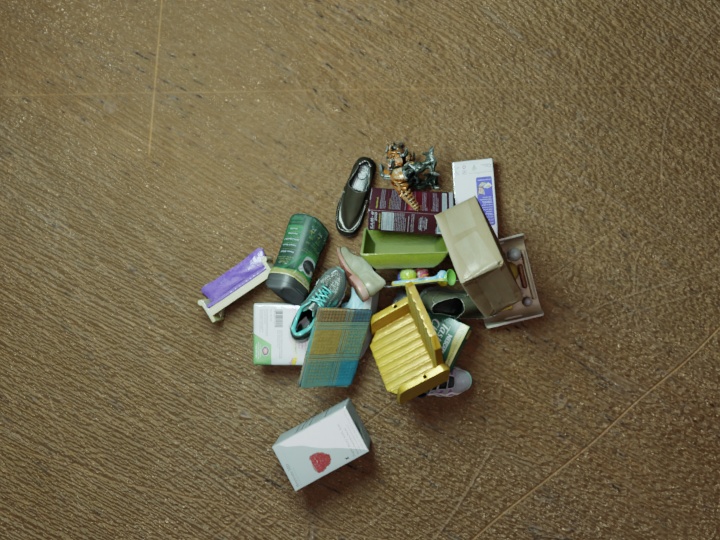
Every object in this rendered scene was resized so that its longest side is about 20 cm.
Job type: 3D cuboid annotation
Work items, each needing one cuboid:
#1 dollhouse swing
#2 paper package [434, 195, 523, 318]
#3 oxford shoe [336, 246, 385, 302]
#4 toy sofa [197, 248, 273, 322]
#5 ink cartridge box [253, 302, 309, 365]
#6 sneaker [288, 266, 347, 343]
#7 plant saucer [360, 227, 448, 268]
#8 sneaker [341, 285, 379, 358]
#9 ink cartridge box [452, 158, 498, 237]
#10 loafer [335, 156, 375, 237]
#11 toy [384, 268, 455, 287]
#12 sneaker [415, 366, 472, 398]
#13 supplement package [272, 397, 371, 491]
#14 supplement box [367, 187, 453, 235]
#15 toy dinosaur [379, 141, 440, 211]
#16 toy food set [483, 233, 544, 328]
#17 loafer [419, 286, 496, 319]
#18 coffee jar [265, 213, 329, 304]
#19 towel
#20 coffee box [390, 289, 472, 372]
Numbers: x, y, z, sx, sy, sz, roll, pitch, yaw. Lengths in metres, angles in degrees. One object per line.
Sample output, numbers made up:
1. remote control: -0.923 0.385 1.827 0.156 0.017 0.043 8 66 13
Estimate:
1. dollhouse swing: 0.090 0.155 1.559 0.181 0.176 0.201 -29 60 11
2. paper package: 0.261 -0.028 1.552 0.103 0.191 0.201 -26 53 12
3. oxford shoe: 0.000 0.000 1.662 0.073 0.200 0.071 -26 131 -6
4. toy sofa: -0.298 0.033 1.716 0.199 0.083 0.098 -34 89 3
5. ink cartridge box: -0.154 0.152 1.704 0.198 0.084 0.147 0 89 3
6. sneaker: -0.097 0.081 1.616 0.077 0.091 0.201 32 88 4
7. plant saucer: 0.103 -0.051 1.646 0.198 0.200 0.048 -1 111 4
8. sneaker: -0.009 0.114 1.711 0.081 0.074 0.202 11 87 21
9. ink cartridge box: 0.276 -0.163 1.697 0.098 0.039 0.203 -4 87 9
10. loafer: -0.017 -0.181 1.704 0.072 0.071 0.202 14 90 4
11. toy: 0.131 0.014 1.623 0.199 0.114 0.048 -2 89 43
12. sneaker: 0.166 0.268 1.655 0.198 0.140 0.079 -3 90 4
13. supplement package: -0.089 0.412 1.681 0.199 0.120 0.122 -29 89 3
14. supplement box: 0.119 -0.140 1.672 0.198 0.109 0.061 5 126 4
15. toy dinosaur: 0.116 -0.224 1.674 0.134 0.102 0.202 -11 77 1
16. toy food set: 0.345 0.025 1.686 0.142 0.060 0.202 -14 88 3
17. loafer: 0.235 0.086 1.629 0.198 0.070 0.076 3 118 -10
18. coffee jar: -0.149 -0.026 1.664 0.085 0.104 0.202 5 64 31
19. towel: -0.058 0.178 1.626 0.145 0.022 0.202 4 110 -31
20. coffee box: 0.153 0.143 1.678 0.199 0.044 0.124 29 91 21
